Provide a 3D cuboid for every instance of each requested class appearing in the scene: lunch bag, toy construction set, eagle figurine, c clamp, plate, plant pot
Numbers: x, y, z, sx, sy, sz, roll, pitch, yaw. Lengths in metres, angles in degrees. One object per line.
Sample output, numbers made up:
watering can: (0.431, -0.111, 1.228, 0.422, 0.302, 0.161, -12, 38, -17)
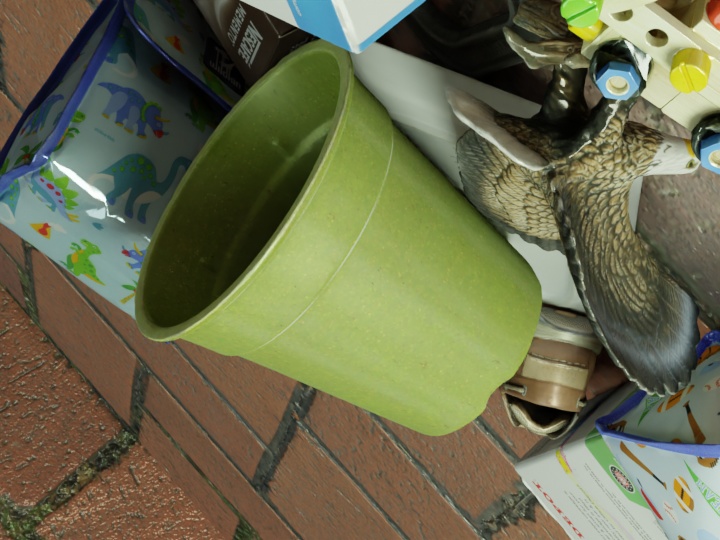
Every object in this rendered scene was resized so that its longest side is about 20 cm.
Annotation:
lunch bag: (0.250, 0.130, 1.050, 0.170, 0.124, 0.200, 53, 170, -9)
toy construction set: (0.167, -0.110, 0.826, 0.200, 0.092, 0.131, 43, 135, -4)
lunch bag: (-0.126, -0.085, 1.223, 0.170, 0.201, 0.127, 39, 143, -21)
eagle figurine: (0.120, -0.041, 0.981, 0.150, 0.152, 0.201, 14, 129, 11)
c clamp: (0.035, -0.182, 1.085, 0.171, 0.027, 0.200, 55, 162, -16)
plate: (0.076, -0.046, 1.159, 0.198, 0.032, 0.201, 24, 153, 17)
plant pot: (0.000, 0.000, 1.097, 0.189, 0.201, 0.200, 34, 170, -24)

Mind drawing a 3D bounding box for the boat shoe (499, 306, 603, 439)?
boat shoe: (0.121, 0.076, 1.273, 0.075, 0.072, 0.200, 11, 169, 5)

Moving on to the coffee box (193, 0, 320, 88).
coffee box: (-0.079, -0.225, 1.146, 0.201, 0.079, 0.114, 57, 164, 5)

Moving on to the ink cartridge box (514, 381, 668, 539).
ink cartridge box: (0.205, 0.151, 1.262, 0.145, 0.084, 0.200, 49, 162, 1)

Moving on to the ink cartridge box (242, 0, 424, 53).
ink cartridge box: (-0.023, -0.211, 0.970, 0.200, 0.144, 0.085, 30, 153, 45)
